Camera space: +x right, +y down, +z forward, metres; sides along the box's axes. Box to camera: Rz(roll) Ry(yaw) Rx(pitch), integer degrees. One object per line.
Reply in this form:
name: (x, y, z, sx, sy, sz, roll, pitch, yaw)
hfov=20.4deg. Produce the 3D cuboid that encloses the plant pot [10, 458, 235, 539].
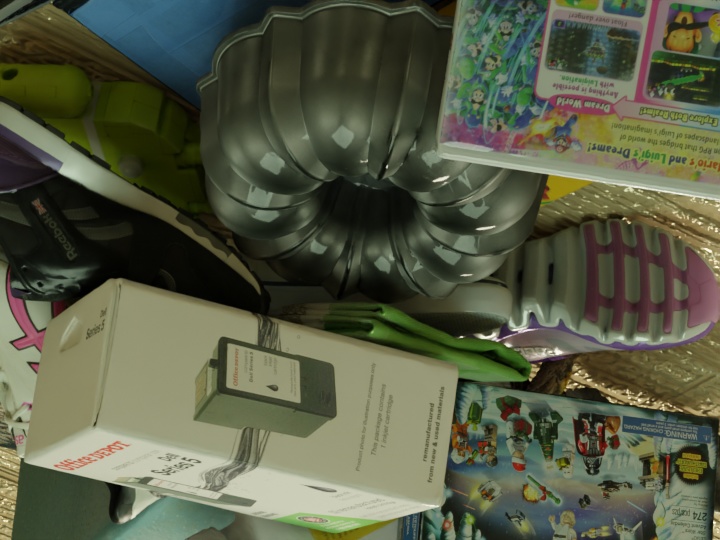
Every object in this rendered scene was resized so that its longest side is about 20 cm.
plant pot: (-0.107, 0.154, 1.377, 0.195, 0.197, 0.200, 26, 127, -25)

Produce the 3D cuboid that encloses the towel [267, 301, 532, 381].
towel: (-0.019, 0.041, 1.181, 0.199, 0.031, 0.149, -3, 166, 41)

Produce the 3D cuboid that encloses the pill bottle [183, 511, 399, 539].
pill bottle: (-0.008, 0.161, 1.245, 0.199, 0.112, 0.112, -24, 149, -17)

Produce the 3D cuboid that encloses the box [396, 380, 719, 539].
box: (0.120, 0.145, 1.207, 0.199, 0.138, 0.040, 9, 170, -22)

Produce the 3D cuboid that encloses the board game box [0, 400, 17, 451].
board game box: (-0.252, 0.042, 1.276, 0.199, 0.097, 0.159, 19, 163, -16)

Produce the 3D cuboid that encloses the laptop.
laptop: (-0.091, -0.126, 1.034, 0.187, 0.200, 0.116, -25, 99, 37)

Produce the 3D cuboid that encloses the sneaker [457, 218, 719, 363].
sneaker: (0.125, 0.022, 1.240, 0.199, 0.081, 0.089, 0, 152, 19)

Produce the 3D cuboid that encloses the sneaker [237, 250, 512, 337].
sneaker: (0.000, 0.000, 1.202, 0.199, 0.071, 0.073, 2, 168, 30)

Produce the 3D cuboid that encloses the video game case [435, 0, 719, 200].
video game case: (0.147, -0.130, 0.962, 0.199, 0.024, 0.183, 8, 104, -2)

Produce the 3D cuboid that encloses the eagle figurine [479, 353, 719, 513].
eagle figurine: (0.161, 0.140, 1.326, 0.151, 0.151, 0.200, -27, 126, 25)

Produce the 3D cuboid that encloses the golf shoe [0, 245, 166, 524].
golf shoe: (-0.181, 0.061, 1.172, 0.200, 0.092, 0.073, 42, 157, -8)

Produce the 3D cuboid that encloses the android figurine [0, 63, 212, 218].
android figurine: (-0.174, -0.061, 1.204, 0.199, 0.041, 0.182, 4, 145, 8)

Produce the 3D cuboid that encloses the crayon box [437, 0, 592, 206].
crayon box: (0.079, -0.092, 1.101, 0.200, 0.051, 0.127, -26, 133, 38)

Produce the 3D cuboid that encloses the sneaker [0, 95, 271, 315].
sneaker: (-0.148, -0.008, 1.108, 0.199, 0.088, 0.076, 32, 168, 5)

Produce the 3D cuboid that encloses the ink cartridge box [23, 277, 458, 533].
ink cartridge box: (-0.068, 0.079, 1.099, 0.199, 0.085, 0.145, 15, 162, -21)

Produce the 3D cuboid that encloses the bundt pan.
bundt pan: (0.005, -0.051, 1.065, 0.201, 0.076, 0.202, 6, 146, 4)
